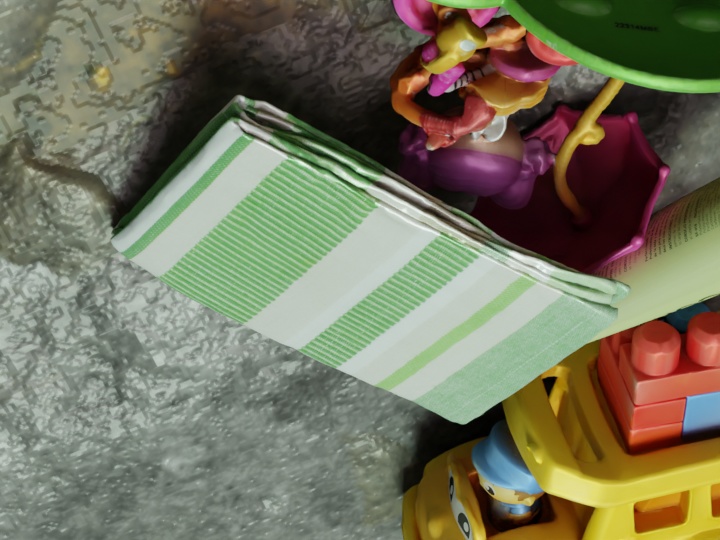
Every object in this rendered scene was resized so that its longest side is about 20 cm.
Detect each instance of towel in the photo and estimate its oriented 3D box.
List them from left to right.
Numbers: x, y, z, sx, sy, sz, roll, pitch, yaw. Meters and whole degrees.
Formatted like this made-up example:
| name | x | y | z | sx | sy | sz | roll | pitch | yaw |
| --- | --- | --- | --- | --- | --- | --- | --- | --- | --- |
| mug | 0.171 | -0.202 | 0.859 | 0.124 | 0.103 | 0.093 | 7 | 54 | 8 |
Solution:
| name | x | y | z | sx | sy | sz | roll | pitch | yaw |
| --- | --- | --- | --- | --- | --- | --- | --- | --- | --- |
| towel | 0.000 | 0.000 | 1.019 | 0.199 | 0.023 | 0.152 | 25 | 147 | -18 |

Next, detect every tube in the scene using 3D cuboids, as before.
| name | x | y | z | sx | sy | sz | roll | pitch | yaw |
| --- | --- | --- | --- | --- | --- | --- | --- | --- | --- |
| tube | 0.150 | -0.009 | 1.040 | 0.058 | 0.052 | 0.200 | 0 | 161 | -40 |

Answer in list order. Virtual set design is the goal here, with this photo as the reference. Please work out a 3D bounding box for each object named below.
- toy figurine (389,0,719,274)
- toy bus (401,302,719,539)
| name | x | y | z | sx | sy | sz | roll | pitch | yaw |
| --- | --- | --- | --- | --- | --- | --- | --- | --- | --- |
| toy figurine | 0.075 | -0.071 | 0.991 | 0.199 | 0.151 | 0.185 | 5 | 137 | -12 |
| toy bus | 0.121 | 0.094 | 1.123 | 0.199 | 0.136 | 0.193 | -11 | 136 | -7 |
